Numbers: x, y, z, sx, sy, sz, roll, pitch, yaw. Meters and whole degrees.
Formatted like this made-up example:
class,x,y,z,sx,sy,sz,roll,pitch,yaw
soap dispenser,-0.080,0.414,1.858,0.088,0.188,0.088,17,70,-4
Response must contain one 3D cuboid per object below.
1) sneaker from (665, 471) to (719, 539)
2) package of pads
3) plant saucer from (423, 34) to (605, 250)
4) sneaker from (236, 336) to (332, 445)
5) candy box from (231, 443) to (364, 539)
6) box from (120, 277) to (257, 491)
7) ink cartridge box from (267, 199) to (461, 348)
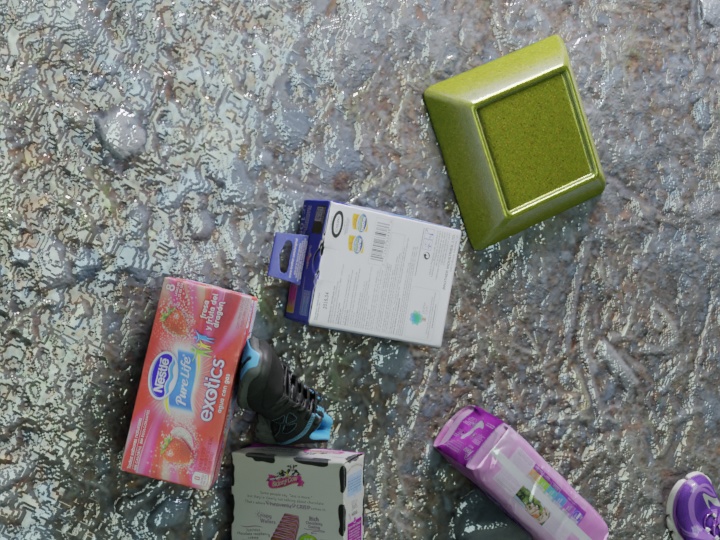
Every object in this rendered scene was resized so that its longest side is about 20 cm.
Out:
class,x,y,z,sx,sy,sz,roll,pitch,yaw
sneaker,0.450,0.345,1.849,0.080,0.083,0.202,-27,104,-21
package of pads,0.186,0.247,1.696,0.200,0.120,0.076,44,82,-22
plant saucer,0.193,-0.149,1.708,0.198,0.048,0.202,-24,104,-21
sneaker,-0.078,0.126,1.529,0.081,0.200,0.074,6,67,12
candy box,-0.067,0.292,1.574,0.061,0.135,0.202,-12,104,-67
box,-0.173,0.114,1.515,0.094,0.103,0.202,13,89,1
ink cartridge box,0.000,0.000,1.614,0.198,0.076,0.138,11,89,-27
